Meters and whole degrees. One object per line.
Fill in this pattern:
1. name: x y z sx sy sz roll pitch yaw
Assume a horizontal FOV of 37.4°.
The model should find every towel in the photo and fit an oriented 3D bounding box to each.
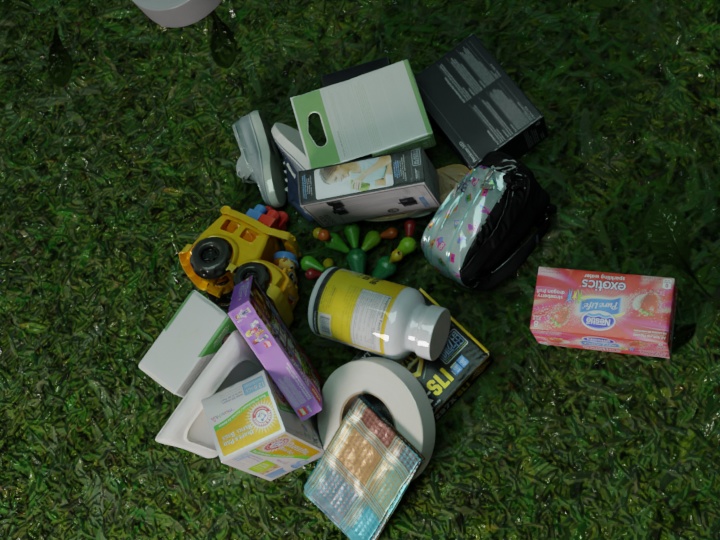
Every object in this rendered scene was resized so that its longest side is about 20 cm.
1. towel: 0.001 0.305 1.584 0.147 0.022 0.200 41 119 26

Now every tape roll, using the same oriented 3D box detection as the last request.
1. tape roll: -0.348 -0.567 2.027 0.200 0.066 0.201 -6 70 17
2. tape roll: 0.021 0.231 1.596 0.202 0.037 0.204 5 99 36

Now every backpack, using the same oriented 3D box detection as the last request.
1. backpack: 0.191 -0.069 1.640 0.126 0.167 0.200 33 88 42

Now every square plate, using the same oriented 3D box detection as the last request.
1. square plate: -0.208 0.201 1.644 0.028 0.198 0.200 34 85 24

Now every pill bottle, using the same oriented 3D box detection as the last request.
1. pill bottle: 0.029 0.070 1.606 0.199 0.112 0.112 16 78 22

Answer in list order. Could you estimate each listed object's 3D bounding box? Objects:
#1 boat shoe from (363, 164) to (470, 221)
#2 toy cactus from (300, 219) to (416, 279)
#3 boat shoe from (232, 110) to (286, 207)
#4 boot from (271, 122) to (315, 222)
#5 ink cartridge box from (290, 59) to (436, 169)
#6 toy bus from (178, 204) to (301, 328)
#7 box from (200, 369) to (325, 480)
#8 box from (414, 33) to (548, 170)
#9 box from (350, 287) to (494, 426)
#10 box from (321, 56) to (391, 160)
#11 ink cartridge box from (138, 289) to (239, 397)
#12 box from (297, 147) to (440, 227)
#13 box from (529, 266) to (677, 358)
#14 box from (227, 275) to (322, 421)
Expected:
1. boat shoe: 0.088 -0.114 1.724 0.199 0.069 0.071 -12 72 9
2. toy cactus: 0.000 0.000 1.712 0.199 0.102 0.166 -9 79 6
3. boat shoe: -0.179 -0.184 1.842 0.071 0.070 0.201 -23 59 12
4. boot: -0.110 -0.169 1.811 0.200 0.073 0.090 51 121 43
5. ink cartridge box: 0.004 -0.236 1.685 0.199 0.048 0.146 -18 67 5
6. toy bus: -0.166 -0.022 1.757 0.200 0.136 0.192 26 65 23
7. box: -0.141 0.238 1.608 0.112 0.200 0.102 -27 66 8
8. box: 0.189 -0.263 1.736 0.141 0.079 0.200 -35 65 1
9. box: 0.083 0.153 1.648 0.200 0.049 0.160 -46 66 -1
10. box: 0.017 -0.233 1.768 0.122 0.106 0.201 -14 68 12
11. ink cartridge box: -0.238 0.133 1.679 0.083 0.200 0.147 33 85 22
12. box: 0.015 -0.126 1.649 0.199 0.117 0.060 -9 73 14
13. box: 0.357 0.061 1.559 0.199 0.095 0.100 6 75 20
14. box: -0.125 0.114 1.597 0.039 0.137 0.200 -31 105 6
